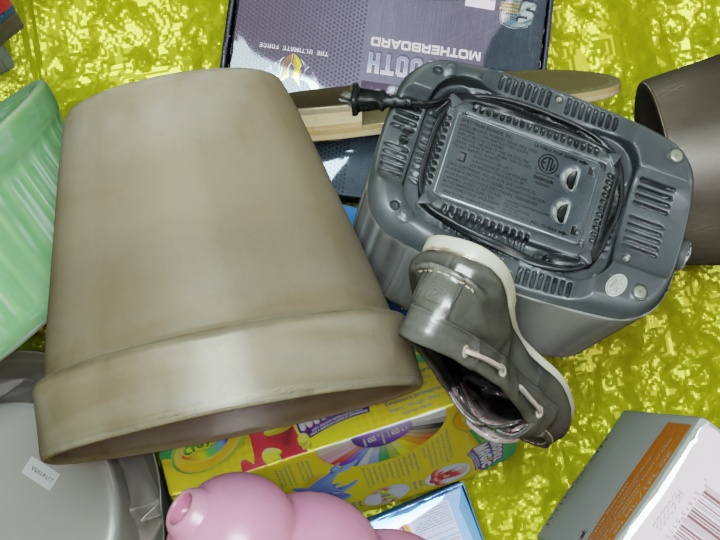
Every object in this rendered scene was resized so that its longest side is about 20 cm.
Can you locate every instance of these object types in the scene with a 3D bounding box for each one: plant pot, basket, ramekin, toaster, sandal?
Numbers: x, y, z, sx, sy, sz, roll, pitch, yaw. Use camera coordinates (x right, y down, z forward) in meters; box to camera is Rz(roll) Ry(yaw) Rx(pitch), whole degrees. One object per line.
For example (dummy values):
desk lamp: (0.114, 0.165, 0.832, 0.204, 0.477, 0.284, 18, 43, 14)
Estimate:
plant pot: (-0.079, -0.005, 1.012, 0.198, 0.200, 0.175, -10, 82, -5)
basket: (0.274, -0.073, 1.188, 0.198, 0.136, 0.182, -10, 84, -1)
ramekin: (-0.227, -0.008, 1.110, 0.200, 0.200, 0.098, -39, 104, -6)
toaster: (0.072, -0.029, 1.051, 0.198, 0.129, 0.115, 18, 70, -3)
sandal: (0.048, -0.073, 1.156, 0.210, 0.078, 0.070, -4, 107, 2)

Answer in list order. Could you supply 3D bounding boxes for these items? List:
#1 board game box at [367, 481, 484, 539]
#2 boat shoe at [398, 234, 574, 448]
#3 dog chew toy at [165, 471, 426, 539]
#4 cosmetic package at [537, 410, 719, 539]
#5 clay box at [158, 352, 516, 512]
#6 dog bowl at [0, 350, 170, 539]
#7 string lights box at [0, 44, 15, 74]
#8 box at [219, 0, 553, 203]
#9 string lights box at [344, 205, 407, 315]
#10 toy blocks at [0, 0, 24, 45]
board game box: (0.028, 0.250, 1.193, 0.150, 0.037, 0.202, -21, 87, -6)
boat shoe: (0.060, 0.053, 1.013, 0.066, 0.200, 0.057, 17, 68, 27)
dog chew toy: (-0.025, 0.181, 1.093, 0.200, 0.124, 0.125, 38, 84, -26)
cosmetic package: (0.171, 0.141, 1.129, 0.071, 0.200, 0.102, 36, 84, -2)
clay box: (-0.010, 0.103, 1.151, 0.198, 0.115, 0.048, -19, 62, -2)
dog bowl: (-0.199, 0.151, 1.138, 0.198, 0.059, 0.202, -5, 69, 12)
string lights box: (-0.306, -0.103, 1.154, 0.199, 0.103, 0.059, -29, 91, -6)
box: (0.013, -0.119, 1.207, 0.198, 0.051, 0.159, 8, 87, -4)
string lights box: (0.000, 0.000, 1.165, 0.198, 0.103, 0.060, 13, 81, -3)
toy blocks: (-0.255, -0.109, 1.039, 0.200, 0.137, 0.100, -39, 95, -5)
